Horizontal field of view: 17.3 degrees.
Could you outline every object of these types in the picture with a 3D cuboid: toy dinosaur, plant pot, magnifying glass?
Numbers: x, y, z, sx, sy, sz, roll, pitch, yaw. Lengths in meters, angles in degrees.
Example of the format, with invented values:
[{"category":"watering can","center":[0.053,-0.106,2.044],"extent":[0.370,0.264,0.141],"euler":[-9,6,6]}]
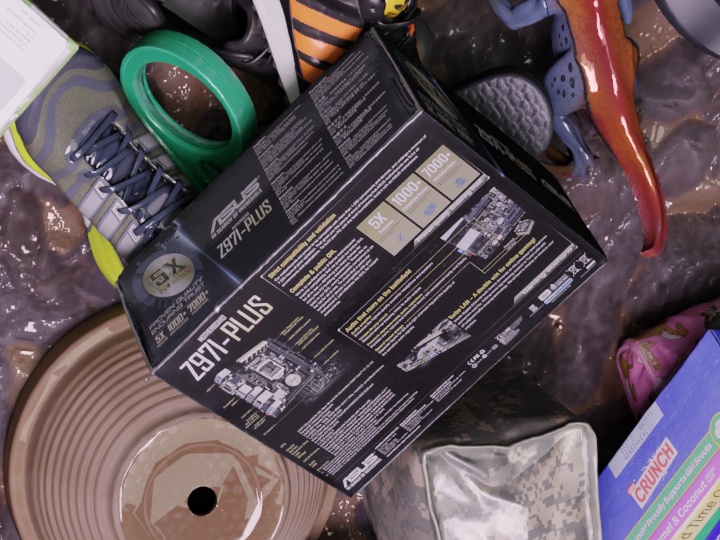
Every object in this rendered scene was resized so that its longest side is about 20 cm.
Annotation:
[{"category":"toy dinosaur","center":[0.142,-0.143,1.350],"extent":[0.105,0.200,0.182],"euler":[-27,141,-25]},{"category":"plant pot","center":[-0.100,0.120,1.363],"extent":[0.200,0.093,0.201],"euler":[-4,104,-15]},{"category":"magnifying glass","center":[-0.077,-0.052,1.329],"extent":[0.022,0.079,0.200],"euler":[-51,137,-34]}]

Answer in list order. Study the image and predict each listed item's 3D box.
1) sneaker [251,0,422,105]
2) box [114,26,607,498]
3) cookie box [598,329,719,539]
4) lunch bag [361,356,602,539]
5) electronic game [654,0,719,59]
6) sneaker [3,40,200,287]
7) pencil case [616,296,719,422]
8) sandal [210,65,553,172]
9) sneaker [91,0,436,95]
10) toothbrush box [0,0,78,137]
[{"category":"sneaker","center":[0.001,-0.128,1.255],"extent":[0.070,0.090,0.200],"euler":[-41,116,-34]},{"category":"box","center":[0.000,0.000,1.262],"extent":[0.200,0.086,0.164],"euler":[-44,129,14]},{"category":"cookie box","center":[0.249,0.119,1.405],"extent":[0.200,0.075,0.171],"euler":[2,135,-35]},{"category":"lunch bag","center":[0.071,0.166,1.384],"extent":[0.117,0.164,0.200],"euler":[-9,105,-13]},{"category":"electronic game","center":[0.230,-0.221,1.382],"extent":[0.200,0.042,0.200],"euler":[-6,100,-37]},{"category":"sneaker","center":[-0.123,-0.048,1.288],"extent":[0.074,0.081,0.200],"euler":[-50,137,-15]},{"category":"pencil case","center":[0.255,0.047,1.456],"extent":[0.200,0.083,0.087],"euler":[-20,79,-11]},{"category":"sandal","center":[0.014,-0.066,1.361],"extent":[0.200,0.043,0.076],"euler":[-12,109,8]},{"category":"sneaker","center":[-0.048,-0.133,1.321],"extent":[0.200,0.091,0.076],"euler":[8,98,-19]},{"category":"toothbrush box","center":[-0.237,-0.142,1.206],"extent":[0.146,0.200,0.086],"euler":[42,90,-21]}]
